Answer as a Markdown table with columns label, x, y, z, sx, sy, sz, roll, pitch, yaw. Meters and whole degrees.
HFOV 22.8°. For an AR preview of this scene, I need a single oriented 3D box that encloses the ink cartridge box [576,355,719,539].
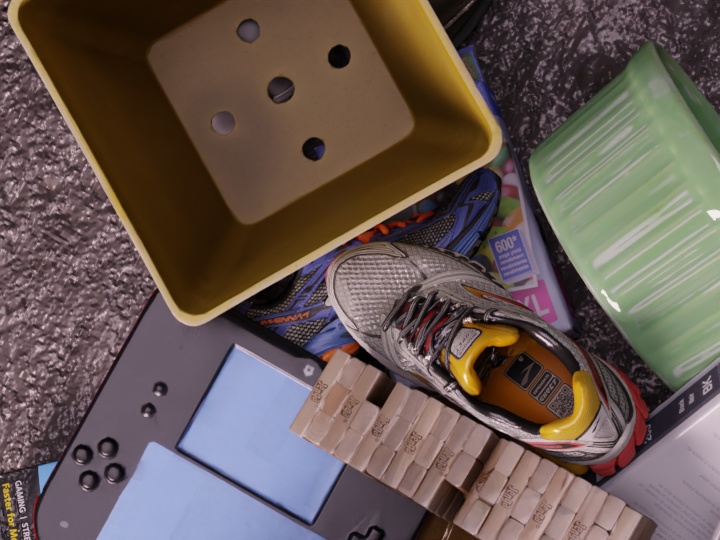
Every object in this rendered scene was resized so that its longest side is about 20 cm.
| label | x | y | z | sx | sy | sz | roll | pitch | yaw |
| --- | --- | --- | --- | --- | --- | --- | --- | --- | --- |
| ink cartridge box | 0.214 | 0.158 | 0.985 | 0.198 | 0.043 | 0.200 | 37 | 121 | -14 |

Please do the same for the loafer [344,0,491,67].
| label | x | y | z | sx | sy | sz | roll | pitch | yaw |
| --- | --- | --- | --- | --- | --- | --- | --- | --- | --- |
| loafer | 0.060 | -0.205 | 1.121 | 0.200 | 0.070 | 0.075 | -47 | 69 | 3 |

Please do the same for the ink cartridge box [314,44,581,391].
| label | x | y | z | sx | sy | sz | roll | pitch | yaw |
| --- | --- | --- | --- | --- | --- | --- | --- | --- | --- |
| ink cartridge box | 0.048 | -0.034 | 1.121 | 0.119 | 0.042 | 0.201 | -21 | 76 | 11 |

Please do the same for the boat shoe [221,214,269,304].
| label | x | y | z | sx | sy | sz | roll | pitch | yaw |
| --- | --- | --- | --- | --- | --- | --- | --- | --- | --- |
| boat shoe | -0.060 | 0.055 | 1.125 | 0.066 | 0.074 | 0.201 | -16 | 89 | 9 |

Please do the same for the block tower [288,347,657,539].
| label | x | y | z | sx | sy | sz | roll | pitch | yaw |
| --- | --- | --- | --- | --- | --- | --- | --- | --- | --- |
| block tower | 0.063 | 0.112 | 0.950 | 0.200 | 0.054 | 0.058 | 29 | 84 | 23 |

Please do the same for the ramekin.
| label | x | y | z | sx | sy | sz | roll | pitch | yaw |
| --- | --- | --- | --- | --- | --- | --- | --- | --- | --- |
| ramekin | 0.182 | -0.020 | 1.005 | 0.098 | 0.200 | 0.200 | -36 | 75 | 16 |

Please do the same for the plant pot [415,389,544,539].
| label | x | y | z | sx | sy | sz | roll | pitch | yaw |
| --- | --- | --- | --- | --- | --- | --- | --- | --- | --- |
| plant pot | 0.041 | 0.147 | 1.038 | 0.200 | 0.027 | 0.201 | -35 | 40 | 37 |

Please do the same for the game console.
| label | x | y | z | sx | sy | sz | roll | pitch | yaw |
| --- | --- | --- | --- | --- | --- | --- | --- | --- | --- |
| game console | -0.068 | 0.126 | 1.018 | 0.199 | 0.031 | 0.177 | 29 | 93 | 1 |

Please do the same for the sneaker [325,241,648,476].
| label | x | y | z | sx | sy | sz | roll | pitch | yaw |
| --- | --- | --- | --- | --- | --- | --- | --- | --- | --- |
| sneaker | 0.062 | 0.036 | 0.961 | 0.200 | 0.082 | 0.078 | 28 | 88 | 29 |

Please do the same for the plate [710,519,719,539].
| label | x | y | z | sx | sy | sz | roll | pitch | yaw |
| --- | --- | --- | --- | --- | --- | --- | --- | --- | --- |
| plate | 0.220 | 0.242 | 0.926 | 0.199 | 0.032 | 0.200 | 26 | 86 | -22 |

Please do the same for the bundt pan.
| label | x | y | z | sx | sy | sz | roll | pitch | yaw |
| --- | --- | --- | --- | --- | --- | --- | --- | --- | --- |
| bundt pan | -0.127 | -0.180 | 1.168 | 0.201 | 0.076 | 0.203 | -2 | 82 | 16 |

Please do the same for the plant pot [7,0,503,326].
| label | x | y | z | sx | sy | sz | roll | pitch | yaw |
| --- | --- | --- | --- | --- | --- | --- | --- | --- | --- |
| plant pot | -0.053 | -0.106 | 1.027 | 0.199 | 0.176 | 0.201 | -29 | 92 | 3 |

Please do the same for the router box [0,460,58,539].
| label | x | y | z | sx | sy | sz | roll | pitch | yaw |
| --- | --- | --- | --- | --- | --- | --- | --- | --- | --- |
| router box | -0.144 | 0.213 | 1.130 | 0.149 | 0.051 | 0.201 | -14 | 80 | 10 |

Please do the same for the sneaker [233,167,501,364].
| label | x | y | z | sx | sy | sz | roll | pitch | yaw |
| --- | --- | --- | --- | --- | --- | --- | --- | --- | --- |
| sneaker | 0.000 | 0.000 | 1.056 | 0.200 | 0.075 | 0.079 | -38 | 89 | -3 |
